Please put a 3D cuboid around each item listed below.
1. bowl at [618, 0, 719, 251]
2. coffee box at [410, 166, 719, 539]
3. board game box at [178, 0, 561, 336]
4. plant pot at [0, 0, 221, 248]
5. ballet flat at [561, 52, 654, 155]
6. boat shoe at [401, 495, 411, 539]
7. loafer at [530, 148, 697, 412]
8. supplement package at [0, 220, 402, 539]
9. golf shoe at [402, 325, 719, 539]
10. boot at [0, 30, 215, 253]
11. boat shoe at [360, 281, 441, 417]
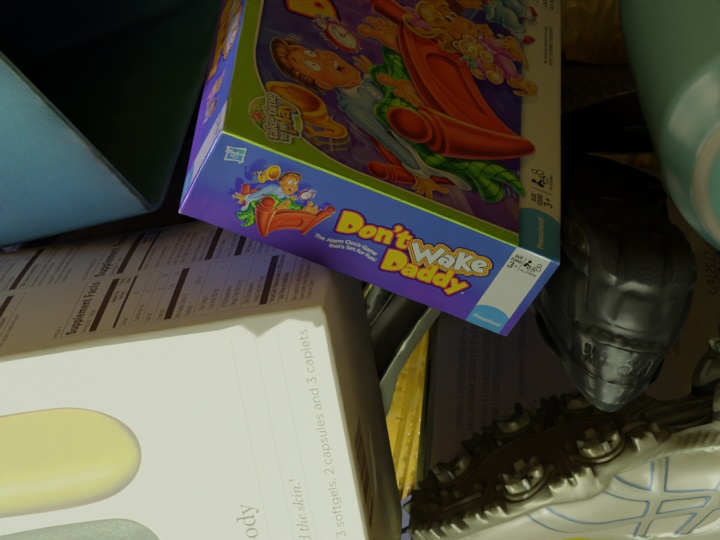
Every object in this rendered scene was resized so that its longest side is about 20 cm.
[{"bbox_3d":[0.192,-0.066,0.793,0.200,0.105,0.201,10,140,8],"label":"bowl"},{"bbox_3d":[0.126,0.088,0.968,0.199,0.200,0.198,6,136,1],"label":"coffee box"},{"bbox_3d":[0.010,-0.080,0.807,0.134,0.200,0.045,21,132,-14],"label":"board game box"},{"bbox_3d":[-0.186,-0.091,0.872,0.199,0.142,0.141,-18,131,33],"label":"plant pot"},{"bbox_3d":[0.140,-0.071,0.911,0.199,0.046,0.068,0,137,8],"label":"ballet flat"},{"bbox_3d":[0.005,0.180,1.175,0.199,0.072,0.062,-22,127,24],"label":"boat shoe"},{"bbox_3d":[0.091,-0.003,0.823,0.068,0.201,0.071,13,106,-4],"label":"loafer"},{"bbox_3d":[-0.094,0.076,0.812,0.199,0.151,0.152,-9,106,5],"label":"supplement package"},{"bbox_3d":[0.118,0.088,0.798,0.199,0.078,0.097,-21,111,12],"label":"golf shoe"},{"bbox_3d":[-0.069,-0.024,0.930,0.200,0.070,0.132,-38,120,11],"label":"boot"},{"bbox_3d":[0.000,0.000,0.897,0.060,0.072,0.202,15,110,-29],"label":"boat shoe"}]
